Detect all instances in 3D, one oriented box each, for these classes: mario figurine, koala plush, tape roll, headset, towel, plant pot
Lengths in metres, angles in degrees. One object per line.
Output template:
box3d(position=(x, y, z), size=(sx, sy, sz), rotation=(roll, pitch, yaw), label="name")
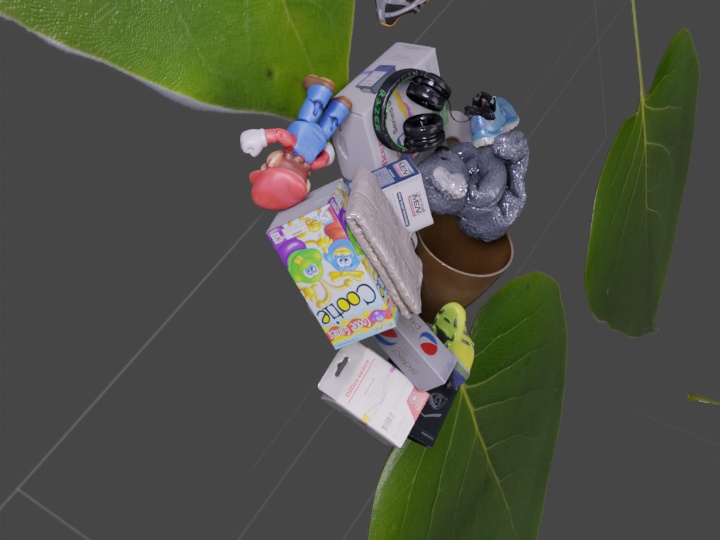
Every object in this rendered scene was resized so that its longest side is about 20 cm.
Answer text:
box3d(position=(-0.100, -0.177, 1.063), size=(0.201, 0.123, 0.106), rotation=(-61, -176, -15), label="mario figurine")
box3d(position=(0.163, -0.140, 1.263), size=(0.199, 0.177, 0.185), rotation=(-2, 90, -37), label="koala plush")
box3d(position=(0.150, -0.203, 1.407), size=(0.202, 0.037, 0.204), rotation=(-28, 128, -44), label="tape roll")
box3d(position=(0.111, -0.240, 1.138), size=(0.199, 0.094, 0.124), rotation=(-11, 116, -38), label="headset")
box3d(position=(0.039, -0.039, 1.071), size=(0.201, 0.034, 0.133), rotation=(57, 22, -29), label="towel")
box3d(position=(0.160, 0.003, 1.405), size=(0.186, 0.186, 0.201), rotation=(-34, 158, -40), label="plant pot")

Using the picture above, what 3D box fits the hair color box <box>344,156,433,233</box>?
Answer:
box3d(position=(0.004, -0.087, 1.158), size=(0.199, 0.061, 0.100), rotation=(-23, 130, -3), label="hair color box")

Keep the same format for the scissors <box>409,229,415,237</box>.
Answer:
box3d(position=(0.019, -0.004, 1.167), size=(0.073, 0.014, 0.201), rotation=(32, 87, -17), label="scissors")

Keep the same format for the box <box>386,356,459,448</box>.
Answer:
box3d(position=(0.117, 0.235, 1.507), size=(0.201, 0.104, 0.148), rotation=(-62, 143, -11), label="box")

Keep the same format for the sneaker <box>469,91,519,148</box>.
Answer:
box3d(position=(0.255, -0.305, 1.437), size=(0.200, 0.078, 0.090), rotation=(-57, 134, -58), label="sneaker")

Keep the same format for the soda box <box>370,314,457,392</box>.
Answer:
box3d(position=(0.079, 0.120, 1.338), size=(0.200, 0.068, 0.064), rotation=(49, 45, -9), label="soda box")

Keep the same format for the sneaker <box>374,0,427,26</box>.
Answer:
box3d(position=(0.086, -0.449, 1.183), size=(0.200, 0.078, 0.078), rotation=(-34, 144, -36), label="sneaker")

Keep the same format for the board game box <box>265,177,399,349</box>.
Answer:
box3d(position=(-0.031, -0.008, 1.062), size=(0.201, 0.104, 0.103), rotation=(60, 20, -20), label="board game box")

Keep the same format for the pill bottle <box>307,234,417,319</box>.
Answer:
box3d(position=(0.000, 0.000, 1.236), size=(0.200, 0.111, 0.112), rotation=(-54, 142, -20), label="pill bottle")

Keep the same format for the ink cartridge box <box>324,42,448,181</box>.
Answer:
box3d(position=(0.046, -0.250, 1.203), size=(0.200, 0.087, 0.146), rotation=(-45, 138, -28), label="ink cartridge box")

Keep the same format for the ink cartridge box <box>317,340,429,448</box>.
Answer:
box3d(position=(0.013, 0.216, 1.350), size=(0.200, 0.067, 0.117), rotation=(39, 70, -19), label="ink cartridge box")

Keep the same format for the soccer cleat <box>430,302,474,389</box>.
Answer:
box3d(position=(0.178, 0.133, 1.395), size=(0.083, 0.065, 0.201), rotation=(-26, 131, -29), label="soccer cleat")
